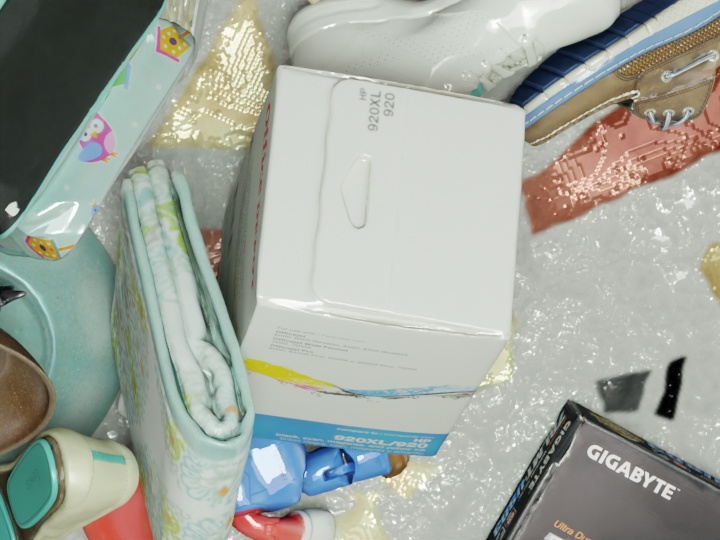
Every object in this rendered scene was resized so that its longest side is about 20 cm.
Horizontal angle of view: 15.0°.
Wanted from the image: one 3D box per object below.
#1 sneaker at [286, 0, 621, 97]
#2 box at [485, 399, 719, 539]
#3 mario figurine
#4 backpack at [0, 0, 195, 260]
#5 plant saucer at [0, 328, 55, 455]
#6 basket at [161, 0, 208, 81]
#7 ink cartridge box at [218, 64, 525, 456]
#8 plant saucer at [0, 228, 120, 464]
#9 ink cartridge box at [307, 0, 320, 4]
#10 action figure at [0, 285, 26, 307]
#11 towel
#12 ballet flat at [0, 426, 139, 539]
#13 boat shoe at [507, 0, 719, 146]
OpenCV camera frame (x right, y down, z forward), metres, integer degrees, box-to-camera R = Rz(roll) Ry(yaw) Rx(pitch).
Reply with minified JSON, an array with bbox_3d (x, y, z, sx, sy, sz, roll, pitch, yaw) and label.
[{"bbox_3d":[0.060,-0.122,1.616,0.199,0.075,0.089,-11,61,4],"label":"sneaker"},{"bbox_3d":[0.169,0.214,1.733,0.200,0.050,0.199,29,99,-13],"label":"box"},{"bbox_3d":[-0.078,0.119,1.681,0.200,0.106,0.124,-21,60,-10],"label":"mario figurine"},{"bbox_3d":[-0.195,-0.099,1.396,0.153,0.200,0.176,39,73,-36],"label":"backpack"},{"bbox_3d":[-0.268,0.059,1.514,0.200,0.201,0.037,0,61,-7],"label":"plant saucer"},{"bbox_3d":[-0.156,-0.189,1.525,0.135,0.123,0.200,13,121,6],"label":"basket"},{"bbox_3d":[0.000,0.000,1.563,0.144,0.200,0.148,8,66,-8],"label":"ink cartridge box"},{"bbox_3d":[-0.238,0.043,1.650,0.200,0.039,0.202,-1,102,-7],"label":"plant saucer"},{"bbox_3d":[0.009,-0.276,1.590,0.200,0.075,0.165,-33,103,0],"label":"ink cartridge box"},{"bbox_3d":[-0.264,0.004,1.548,0.119,0.102,0.200,-17,125,7],"label":"action figure"},{"bbox_3d":[-0.103,0.061,1.557,0.048,0.200,0.171,-7,146,-12],"label":"towel"},{"bbox_3d":[-0.188,0.138,1.622,0.069,0.200,0.070,10,70,-27],"label":"ballet flat"},{"bbox_3d":[0.181,-0.124,1.645,0.200,0.072,0.072,-32,106,1],"label":"boat shoe"}]
